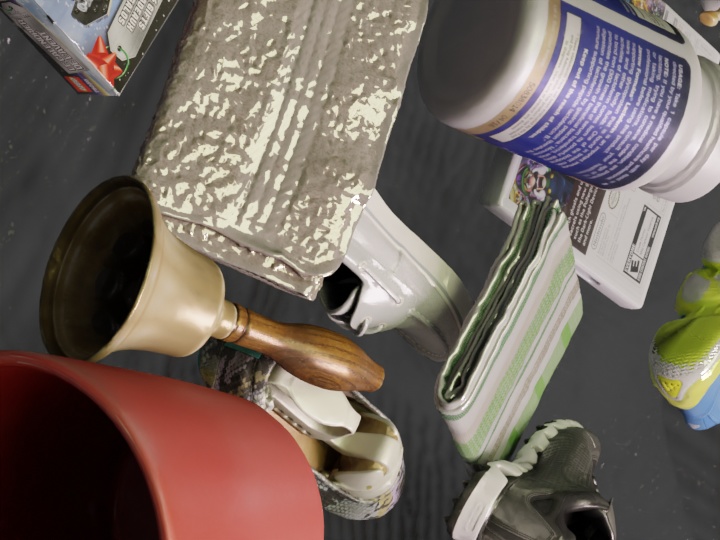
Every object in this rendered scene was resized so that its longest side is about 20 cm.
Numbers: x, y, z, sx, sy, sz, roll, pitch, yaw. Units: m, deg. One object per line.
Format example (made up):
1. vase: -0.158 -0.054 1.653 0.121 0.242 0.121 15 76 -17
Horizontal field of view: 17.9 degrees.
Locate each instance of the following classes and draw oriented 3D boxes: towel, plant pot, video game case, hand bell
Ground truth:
1. towel: 0.092 0.052 1.438 0.150 0.031 0.200 -61 163 -14
2. plant pot: -0.123 0.137 1.171 0.177 0.199 0.202 2 93 -57
3. video game case: 0.168 -0.100 1.570 0.181 0.023 0.201 33 72 -45
4. towel: -0.047 -0.095 1.288 0.132 0.034 0.202 21 76 -15
5. hand bell: -0.065 0.032 1.248 0.199 0.104 0.105 24 77 -36

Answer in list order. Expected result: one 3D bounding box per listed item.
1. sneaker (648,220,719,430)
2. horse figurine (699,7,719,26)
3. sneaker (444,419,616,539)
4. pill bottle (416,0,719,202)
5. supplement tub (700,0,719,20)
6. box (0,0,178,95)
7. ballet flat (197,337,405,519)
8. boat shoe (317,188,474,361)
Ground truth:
1. sneaker: 0.278 0.034 1.680 0.200 0.075 0.105 -47 138 -24
2. horse figurine: 0.225 -0.245 1.537 0.133 0.200 0.050 -44 167 -33
3. sneaker: 0.129 0.152 1.476 0.067 0.090 0.200 -65 162 18
4. pill bottle: 0.143 -0.117 1.446 0.199 0.115 0.117 20 80 -33
5. supplement tub: 0.318 -0.276 1.623 0.144 0.144 0.202 4 91 -47
6. box: -0.131 -0.213 1.220 0.137 0.040 0.201 48 60 -38
7. ballet flat: -0.017 0.096 1.358 0.200 0.072 0.072 43 64 -41
8. boat shoe: 0.000 0.000 1.364 0.069 0.072 0.200 -57 132 -23
